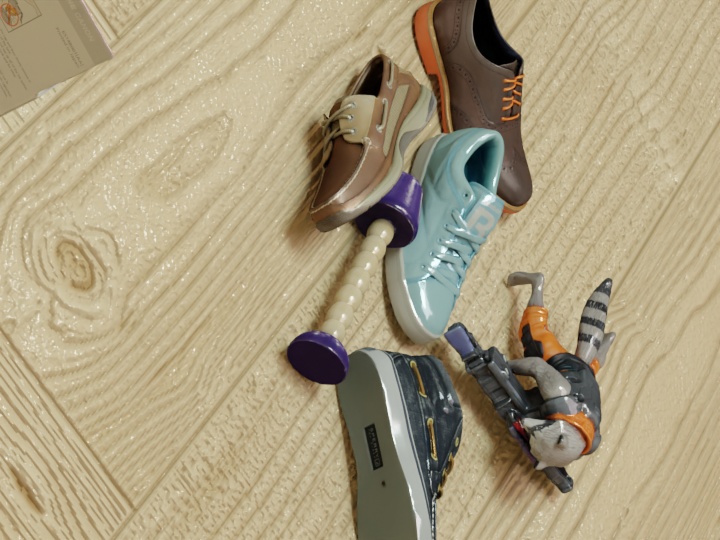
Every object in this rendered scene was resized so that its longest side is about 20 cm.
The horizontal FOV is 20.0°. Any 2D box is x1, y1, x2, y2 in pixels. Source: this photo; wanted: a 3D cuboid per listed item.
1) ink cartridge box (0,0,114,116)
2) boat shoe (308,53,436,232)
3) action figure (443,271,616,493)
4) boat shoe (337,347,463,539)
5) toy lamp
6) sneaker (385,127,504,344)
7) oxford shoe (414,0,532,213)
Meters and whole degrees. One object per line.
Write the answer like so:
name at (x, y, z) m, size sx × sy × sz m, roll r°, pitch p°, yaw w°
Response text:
ink cartridge box at (-0.252, -0.206, 1.334) m, size 0.045 × 0.175 × 0.201 m, roll -42°, pitch 108°, yaw -47°
boat shoe at (-0.004, -0.105, 1.655) m, size 0.072 × 0.075 × 0.201 m, roll 50°, pitch 36°, yaw -18°
action figure at (0.160, 0.081, 1.737) m, size 0.200 × 0.104 × 0.195 m, roll 49°, pitch 32°, yaw -34°
boat shoe at (0.045, 0.158, 1.607) m, size 0.090 × 0.071 × 0.202 m, roll 3°, pitch 72°, yaw -42°
toy lamp at (0.000, 0.000, 1.630) m, size 0.058 × 0.058 × 0.201 m, roll 49°, pitch 48°, yaw -24°
sneaker at (0.077, -0.037, 1.704) m, size 0.074 × 0.082 × 0.202 m, roll 30°, pitch 57°, yaw -36°
oxford shoe at (0.113, -0.148, 1.791) m, size 0.071 × 0.072 × 0.202 m, roll -30°, pitch 99°, yaw -49°
